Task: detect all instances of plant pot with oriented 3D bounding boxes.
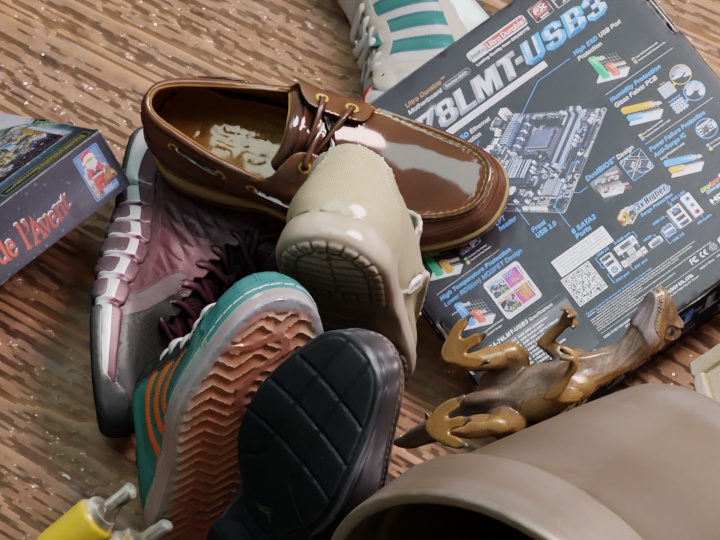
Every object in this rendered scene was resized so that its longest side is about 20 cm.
[{"bbox_3d":[0.109,0.144,1.195,0.200,0.200,0.173,28,43,24],"label":"plant pot"}]

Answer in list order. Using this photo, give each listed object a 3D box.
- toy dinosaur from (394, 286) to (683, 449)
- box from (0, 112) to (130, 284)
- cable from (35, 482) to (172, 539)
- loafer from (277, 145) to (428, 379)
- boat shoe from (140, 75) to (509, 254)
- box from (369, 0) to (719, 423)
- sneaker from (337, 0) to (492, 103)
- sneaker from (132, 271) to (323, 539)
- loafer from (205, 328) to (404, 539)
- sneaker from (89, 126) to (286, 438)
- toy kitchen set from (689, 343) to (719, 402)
[{"bbox_3d":[0.064,0.066,1.247,0.200,0.106,0.061,-23,68,31],"label":"toy dinosaur"},{"bbox_3d":[-0.236,-0.011,1.377,0.200,0.038,0.136,-39,27,-23],"label":"box"},{"bbox_3d":[-0.177,0.181,1.264,0.200,0.097,0.050,-22,18,11],"label":"cable"},{"bbox_3d":[0.000,0.000,1.279,0.075,0.200,0.068,17,70,5],"label":"loafer"},{"bbox_3d":[-0.023,-0.058,1.329,0.200,0.068,0.072,13,74,17],"label":"boat shoe"},{"bbox_3d":[0.107,-0.042,1.356,0.200,0.050,0.199,-36,67,-2],"label":"box"},{"bbox_3d":[0.023,-0.121,1.460,0.093,0.070,0.200,-29,59,-23],"label":"sneaker"},{"bbox_3d":[-0.075,0.056,1.254,0.071,0.200,0.080,-3,52,-25],"label":"sneaker"},{"bbox_3d":[-0.018,0.100,1.218,0.072,0.200,0.073,-14,54,-38],"label":"loafer"},{"bbox_3d":[-0.078,0.003,1.373,0.115,0.076,0.200,4,52,4],"label":"sneaker"},{"bbox_3d":[0.306,0.089,1.277,0.200,0.180,0.163,-36,43,28],"label":"toy kitchen set"}]
